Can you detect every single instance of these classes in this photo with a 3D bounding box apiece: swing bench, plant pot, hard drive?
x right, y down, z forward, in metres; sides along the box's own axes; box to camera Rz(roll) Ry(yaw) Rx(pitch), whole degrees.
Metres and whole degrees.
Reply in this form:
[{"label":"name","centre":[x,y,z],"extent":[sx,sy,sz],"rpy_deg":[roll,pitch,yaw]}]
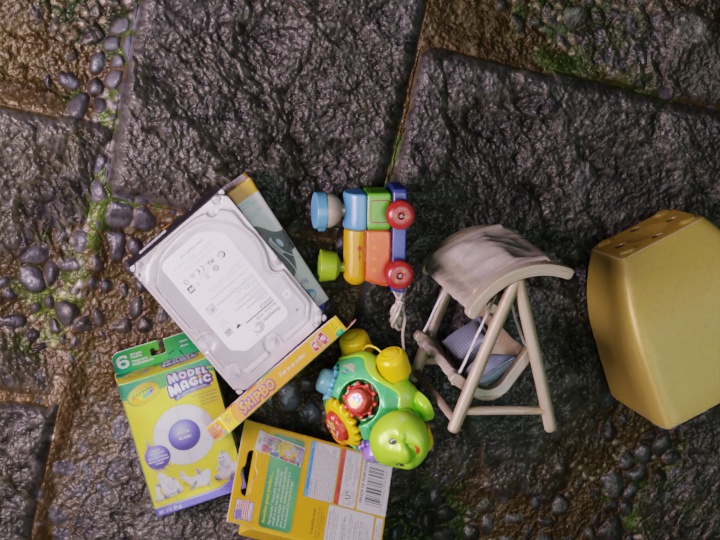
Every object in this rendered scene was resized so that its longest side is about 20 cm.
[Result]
[{"label":"swing bench","centre":[0.145,0.061,1.738],"extent":[0.128,0.199,0.202],"rpy_deg":[1,104,-14]},{"label":"plant pot","centre":[0.379,0.041,1.801],"extent":[0.193,0.195,0.201],"rpy_deg":[-26,102,-6]},{"label":"hard drive","centre":[-0.150,0.023,1.698],"extent":[0.139,0.038,0.201],"rpy_deg":[-39,110,-4]}]

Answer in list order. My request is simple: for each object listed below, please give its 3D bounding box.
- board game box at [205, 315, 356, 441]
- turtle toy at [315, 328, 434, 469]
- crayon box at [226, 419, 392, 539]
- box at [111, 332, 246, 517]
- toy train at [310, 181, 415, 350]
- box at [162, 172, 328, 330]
[{"label":"board game box","centre":[-0.091,0.120,1.727],"extent":[0.199,0.096,0.030],"rpy_deg":[-38,89,-19]},{"label":"turtle toy","centre":[0.019,0.165,1.737],"extent":[0.101,0.199,0.147],"rpy_deg":[-32,121,-24]},{"label":"crayon box","centre":[-0.065,0.265,1.783],"extent":[0.198,0.052,0.127],"rpy_deg":[18,67,-20]},{"label":"box","centre":[-0.213,0.176,1.760],"extent":[0.116,0.048,0.202],"rpy_deg":[-17,106,-10]},{"label":"toy train","centre":[0.000,0.000,1.750],"extent":[0.114,0.085,0.202],"rpy_deg":[-1,104,-8]},{"label":"box","centre":[-0.127,0.002,1.741],"extent":[0.119,0.041,0.201],"rpy_deg":[-34,112,-4]}]
